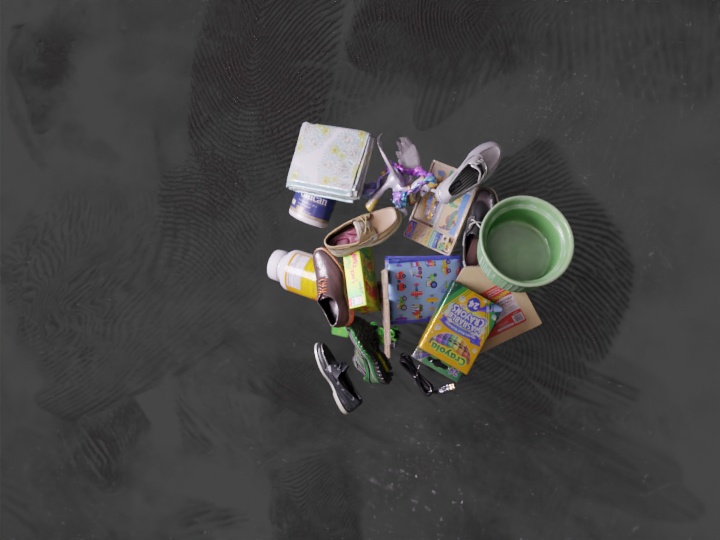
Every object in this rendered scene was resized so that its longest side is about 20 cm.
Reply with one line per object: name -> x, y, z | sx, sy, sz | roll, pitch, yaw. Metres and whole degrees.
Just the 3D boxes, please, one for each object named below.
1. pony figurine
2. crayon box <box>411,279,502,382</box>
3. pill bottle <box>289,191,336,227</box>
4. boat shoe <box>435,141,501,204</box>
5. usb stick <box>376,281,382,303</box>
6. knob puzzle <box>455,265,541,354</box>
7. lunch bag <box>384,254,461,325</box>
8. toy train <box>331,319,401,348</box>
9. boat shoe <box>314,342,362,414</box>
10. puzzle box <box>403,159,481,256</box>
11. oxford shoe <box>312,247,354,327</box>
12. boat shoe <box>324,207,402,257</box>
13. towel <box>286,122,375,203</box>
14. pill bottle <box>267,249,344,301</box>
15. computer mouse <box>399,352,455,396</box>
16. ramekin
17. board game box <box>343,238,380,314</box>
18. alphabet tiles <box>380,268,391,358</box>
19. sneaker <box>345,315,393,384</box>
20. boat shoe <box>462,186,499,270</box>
pony figurine -> 0.092, -0.218, 1.289 | 0.199, 0.166, 0.195 | -38, 81, 38
crayon box -> 0.216, 0.141, 1.201 | 0.124, 0.052, 0.202 | 28, 94, 2
pill bottle -> -0.104, -0.224, 1.384 | 0.110, 0.111, 0.203 | 25, 102, 21
boat shoe -> 0.258, -0.219, 1.201 | 0.200, 0.067, 0.074 | -45, 102, -11
usb stick -> 0.047, 0.056, 1.369 | 0.197, 0.033, 0.057 | 5, 87, 24
knob puzzle -> 0.293, 0.074, 1.238 | 0.216, 0.030, 0.223 | 4, 109, 12
lunch bag -> 0.159, 0.042, 1.269 | 0.196, 0.094, 0.153 | -2, 98, 0
toy train -> 0.012, 0.160, 1.385 | 0.197, 0.042, 0.057 | 10, 105, 24
boat shoe -> -0.054, 0.274, 1.399 | 0.065, 0.074, 0.202 | -27, 81, 20
puzzle box -> 0.199, -0.152, 1.296 | 0.132, 0.025, 0.203 | 25, 102, 22
oxford shoe -> -0.075, 0.039, 1.277 | 0.071, 0.072, 0.203 | -27, 79, 28
boat shoe -> 0.004, -0.092, 1.251 | 0.198, 0.066, 0.075 | -29, 70, 16
towel -> -0.073, -0.263, 1.293 | 0.197, 0.048, 0.174 | 13, 81, 18
pill bottle -> -0.144, 0.010, 1.410 | 0.197, 0.111, 0.113 | 17, 98, 23
computer mouse -> 0.199, 0.228, 1.274 | 0.199, 0.046, 0.141 | -32, 98, 24
ramekin -> 0.348, -0.050, 1.155 | 0.196, 0.098, 0.204 | 0, 73, 1
board game box -> 0.000, 0.000, 1.326 | 0.047, 0.101, 0.203 | -14, 73, 19
alphabet tiles -> 0.059, 0.100, 1.260 | 0.007, 0.167, 0.204 | -2, 88, -2
sneaker -> 0.005, 0.208, 1.341 | 0.084, 0.078, 0.202 | -13, 110, 31
boat shoe -> 0.279, -0.095, 1.240 | 0.071, 0.067, 0.204 | 13, 95, 25
